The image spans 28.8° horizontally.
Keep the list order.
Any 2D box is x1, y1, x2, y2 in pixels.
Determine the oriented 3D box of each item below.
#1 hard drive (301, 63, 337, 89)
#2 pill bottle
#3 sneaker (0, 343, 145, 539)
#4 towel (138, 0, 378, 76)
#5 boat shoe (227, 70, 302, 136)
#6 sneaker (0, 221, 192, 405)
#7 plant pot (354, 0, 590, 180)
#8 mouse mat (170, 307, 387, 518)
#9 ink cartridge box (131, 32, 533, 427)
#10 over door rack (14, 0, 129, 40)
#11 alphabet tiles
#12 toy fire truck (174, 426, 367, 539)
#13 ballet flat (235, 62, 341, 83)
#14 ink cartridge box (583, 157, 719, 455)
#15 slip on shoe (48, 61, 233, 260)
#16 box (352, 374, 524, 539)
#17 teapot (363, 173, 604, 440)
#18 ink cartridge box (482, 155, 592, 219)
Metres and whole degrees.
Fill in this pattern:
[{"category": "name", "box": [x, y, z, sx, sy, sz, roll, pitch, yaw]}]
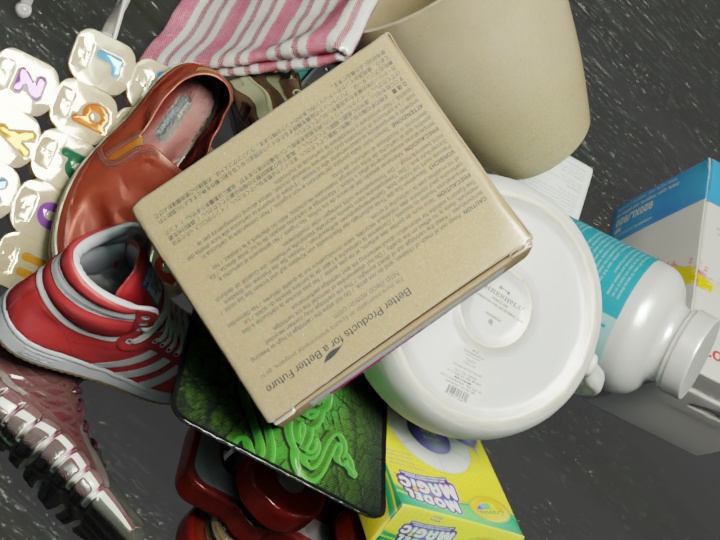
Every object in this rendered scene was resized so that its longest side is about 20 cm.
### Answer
[{"category": "hard drive", "box": [-0.031, -0.053, 1.101, 0.134, 0.042, 0.201, 30, 77, 12]}, {"category": "pill bottle", "box": [0.182, 0.025, 1.121, 0.198, 0.112, 0.111, 28, 55, 23]}, {"category": "sneaker", "box": [-0.199, 0.095, 0.988, 0.200, 0.076, 0.116, 48, 55, -6]}, {"category": "towel", "box": [-0.070, -0.211, 1.098, 0.030, 0.198, 0.148, 57, 42, -42]}, {"category": "boat shoe", "box": [-0.043, -0.096, 1.020, 0.074, 0.075, 0.203, -17, 38, -11]}, {"category": "sneaker", "box": [-0.140, 0.031, 0.965, 0.198, 0.112, 0.072, 16, 50, -41]}, {"category": "plant pot", "box": [0.102, -0.177, 1.133, 0.201, 0.186, 0.188, 52, 55, -29]}, {"category": "mouse mat", "box": [-0.048, 0.074, 0.960, 0.160, 0.008, 0.201, 29, 28, -14]}, {"category": "ink cartridge box", "box": [-0.017, -0.023, 0.889, 0.199, 0.075, 0.166, -34, 82, -4]}, {"category": "over door rack", "box": [-0.256, -0.177, 1.058, 0.146, 0.066, 0.203, 16, 80, -24]}, {"category": "alphabet tiles", "box": [-0.198, -0.069, 1.036, 0.194, 0.015, 0.203, 24, 76, -27]}, {"category": "toy fire truck", "box": [-0.042, 0.159, 1.048, 0.199, 0.112, 0.169, 31, 37, -18]}, {"category": "ballet flat", "box": [-0.020, -0.172, 1.183, 0.198, 0.068, 0.064, -7, 40, -40]}, {"category": "ink cartridge box", "box": [0.308, 0.038, 1.248, 0.146, 0.144, 0.202, 25, 63, -21]}, {"category": "slip on shoe", "box": [-0.158, -0.070, 1.017, 0.074, 0.061, 0.201, 41, 71, -25]}, {"category": "box", "box": [0.041, 0.142, 1.016, 0.116, 0.049, 0.201, 20, 31, -32]}, {"category": "teapot", "box": [0.072, 0.027, 1.016, 0.195, 0.146, 0.203, -20, 95, -19]}, {"category": "ink cartridge box", "box": [0.106, -0.031, 1.229, 0.161, 0.050, 0.202, 26, 77, -20]}]
